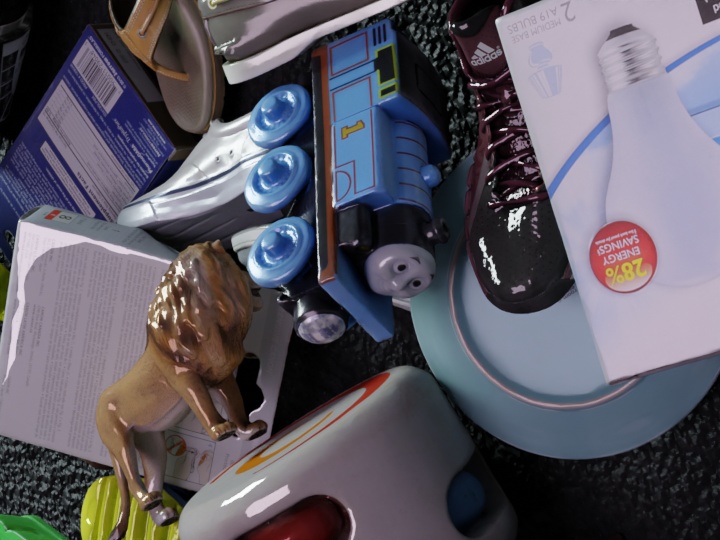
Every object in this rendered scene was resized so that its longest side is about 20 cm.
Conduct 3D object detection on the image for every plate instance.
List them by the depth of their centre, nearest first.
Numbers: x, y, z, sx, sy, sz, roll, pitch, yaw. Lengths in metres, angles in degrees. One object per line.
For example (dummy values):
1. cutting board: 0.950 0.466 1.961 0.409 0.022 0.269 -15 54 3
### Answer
1. plate: 0.118 0.012 1.106 0.199 0.026 0.201 2 95 22

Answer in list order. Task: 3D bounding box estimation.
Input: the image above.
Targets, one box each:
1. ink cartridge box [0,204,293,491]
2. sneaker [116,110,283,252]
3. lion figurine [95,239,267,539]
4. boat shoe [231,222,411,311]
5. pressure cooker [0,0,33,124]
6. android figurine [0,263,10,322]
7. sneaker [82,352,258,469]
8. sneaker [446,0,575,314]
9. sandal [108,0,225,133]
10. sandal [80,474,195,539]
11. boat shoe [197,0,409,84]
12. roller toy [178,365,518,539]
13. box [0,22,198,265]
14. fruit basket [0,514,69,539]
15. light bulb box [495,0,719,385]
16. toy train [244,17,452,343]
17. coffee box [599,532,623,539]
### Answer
1. ink cartridge box: -0.146 0.056 1.302 0.199 0.050 0.163 14 109 6
2. sneaker: -0.091 -0.063 1.292 0.200 0.073 0.071 -18 61 42
3. lion figurine: -0.129 0.080 1.240 0.200 0.072 0.123 -42 68 27
4. boat shoe: 0.002 0.000 1.214 0.201 0.074 0.065 4 98 33
5. pressure cooker: -0.332 -0.190 1.387 0.176 0.178 0.200 40 121 30
6. android figurine: -0.328 -0.023 1.444 0.200 0.182 0.041 36 78 25
7. sneaker: -0.137 0.089 1.346 0.076 0.070 0.200 55 127 26
8. sneaker: 0.076 -0.084 1.052 0.075 0.116 0.201 -9 61 25
9. sandal: -0.143 -0.186 1.287 0.080 0.054 0.201 19 127 55
10. sandal: -0.103 0.193 1.314 0.199 0.087 0.080 19 95 24
11. boat shoe: -0.006 -0.179 1.149 0.201 0.072 0.060 -24 100 18
12. roller toy: -0.006 0.160 1.155 0.140 0.200 0.182 58 158 -2
13. box: -0.204 -0.069 1.399 0.121 0.032 0.200 54 126 19
14. fruit basket: -0.205 0.259 1.376 0.185 0.200 0.094 29 73 32
15. light bulb box: 0.202 -0.067 0.976 0.198 0.125 0.201 -20 85 31
16. toy train: -0.004 -0.050 1.124 0.114 0.087 0.200 -23 47 23
17. coffee box: 0.079 0.245 1.171 0.200 0.114 0.080 -36 75 38
